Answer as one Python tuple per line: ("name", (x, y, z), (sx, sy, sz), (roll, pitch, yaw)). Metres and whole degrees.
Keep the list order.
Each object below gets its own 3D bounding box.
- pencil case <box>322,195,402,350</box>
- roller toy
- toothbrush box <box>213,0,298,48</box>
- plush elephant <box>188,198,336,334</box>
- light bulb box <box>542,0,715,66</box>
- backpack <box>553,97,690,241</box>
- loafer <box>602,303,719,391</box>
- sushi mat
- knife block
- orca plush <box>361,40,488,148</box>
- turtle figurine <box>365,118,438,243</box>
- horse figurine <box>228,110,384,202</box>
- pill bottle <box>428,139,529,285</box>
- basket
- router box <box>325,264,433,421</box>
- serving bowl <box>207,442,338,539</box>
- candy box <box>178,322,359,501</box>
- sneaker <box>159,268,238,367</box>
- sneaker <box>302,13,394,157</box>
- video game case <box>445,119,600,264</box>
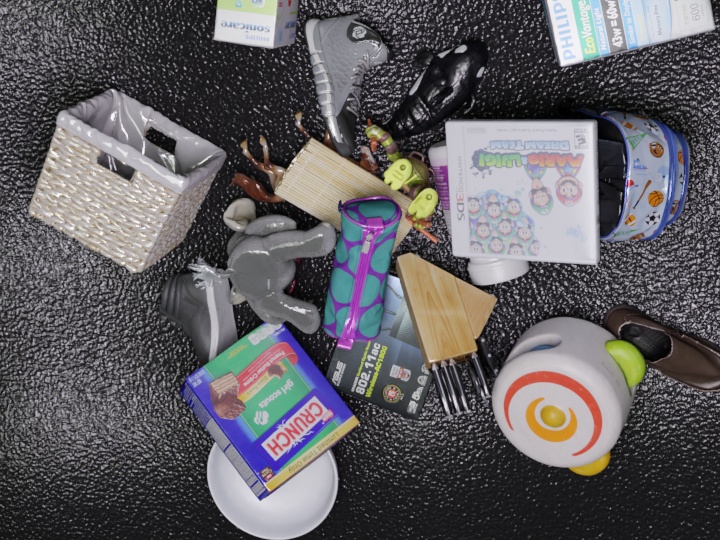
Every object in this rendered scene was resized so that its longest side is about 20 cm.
("pencil case", (0.000, 0.000, 1.576), (0.085, 0.093, 0.201), (9, 120, 0))
("roller toy", (0.279, 0.172, 1.614), (0.182, 0.140, 0.201), (22, 124, 14))
("toothbrush box", (-0.131, -0.404, 1.558), (0.086, 0.146, 0.201), (10, 104, 6))
("plush elephant", (-0.134, -0.017, 1.657), (0.199, 0.155, 0.165), (4, 113, 0))
("light bulb box", (0.330, -0.383, 1.504), (0.199, 0.125, 0.199), (-13, 101, 10))
("backpack", (0.343, -0.121, 1.531), (0.153, 0.191, 0.201), (-4, 103, -7))
("loafer", (0.431, 0.119, 1.634), (0.199, 0.071, 0.073), (24, 106, 2))
("sushi mat", (-0.015, -0.100, 1.650), (0.200, 0.012, 0.096), (30, 109, -18))
("knife block", (0.103, 0.096, 1.587), (0.200, 0.064, 0.176), (28, 77, 6))
("orca plush", (0.090, -0.241, 1.601), (0.199, 0.071, 0.105), (-25, 98, 14))
("turtle figurine", (0.071, -0.116, 1.575), (0.064, 0.161, 0.200), (-26, 103, 4))
("horse figurine", (-0.085, -0.152, 1.655), (0.200, 0.050, 0.133), (-29, 111, 6))
("pill bottle", (0.169, -0.087, 1.605), (0.112, 0.112, 0.201), (-14, 101, 12))
("basket", (-0.323, -0.128, 1.631), (0.198, 0.200, 0.161), (29, 111, 1))
("router box", (0.048, 0.098, 1.692), (0.149, 0.062, 0.201), (20, 105, 5))
("serving bowl", (-0.127, 0.301, 1.766), (0.199, 0.066, 0.201), (2, 103, 9))
("candy box", (-0.131, 0.195, 1.666), (0.169, 0.077, 0.200), (-35, 83, -24))
("sneaker", (-0.243, 0.088, 1.738), (0.099, 0.071, 0.201), (6, 111, 22))
("sneaker", (-0.004, -0.261, 1.593), (0.115, 0.075, 0.201), (-14, 81, 3))
("video game case", (0.207, -0.102, 1.499), (0.199, 0.024, 0.183), (4, 108, 27))
